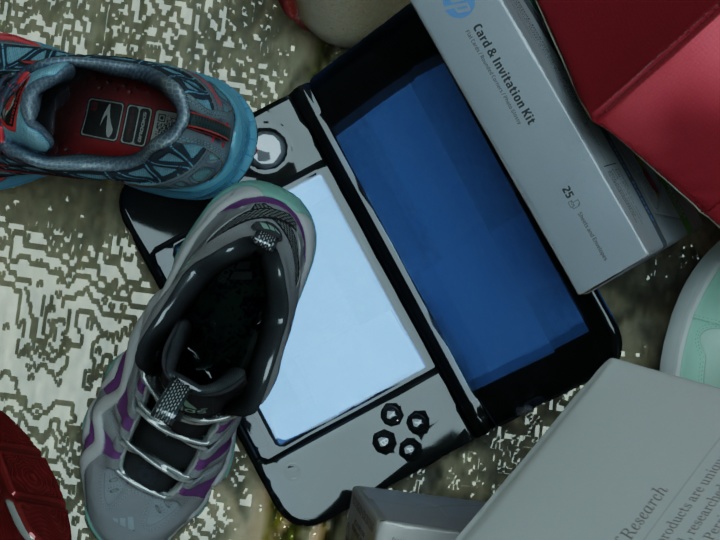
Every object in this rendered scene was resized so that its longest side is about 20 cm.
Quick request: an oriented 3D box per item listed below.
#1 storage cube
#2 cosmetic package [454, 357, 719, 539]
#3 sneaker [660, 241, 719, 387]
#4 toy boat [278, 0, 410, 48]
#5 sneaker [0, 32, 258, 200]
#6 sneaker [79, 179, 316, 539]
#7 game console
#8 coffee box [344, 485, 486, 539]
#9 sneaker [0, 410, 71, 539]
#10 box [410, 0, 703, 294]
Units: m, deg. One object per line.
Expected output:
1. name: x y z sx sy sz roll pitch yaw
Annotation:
1. storage cube: 0.200 -0.128 1.093 0.180 0.200 0.171 -41 125 19
2. cosmetic package: 0.158 0.168 0.994 0.200 0.168 0.166 15 41 30
3. sneaker: 0.232 0.014 1.161 0.074 0.118 0.201 32 95 -33
4. toy boat: 0.023 -0.215 1.198 0.200 0.131 0.131 -34 64 -11
5. sneaker: -0.154 -0.082 1.140 0.199 0.096 0.080 3 84 15
6. sneaker: -0.085 0.059 1.102 0.078 0.140 0.200 21 104 -3
7. game console: 0.000 0.000 1.156 0.170 0.118 0.200 -28 86 -11
8. coffee box: 0.024 0.211 1.114 0.080 0.113 0.201 8 92 -6
9. sneaker: -0.189 0.161 1.128 0.115 0.078 0.200 -42 56 21
10. box: 0.099 -0.072 1.140 0.041 0.200 0.156 -30 86 15
